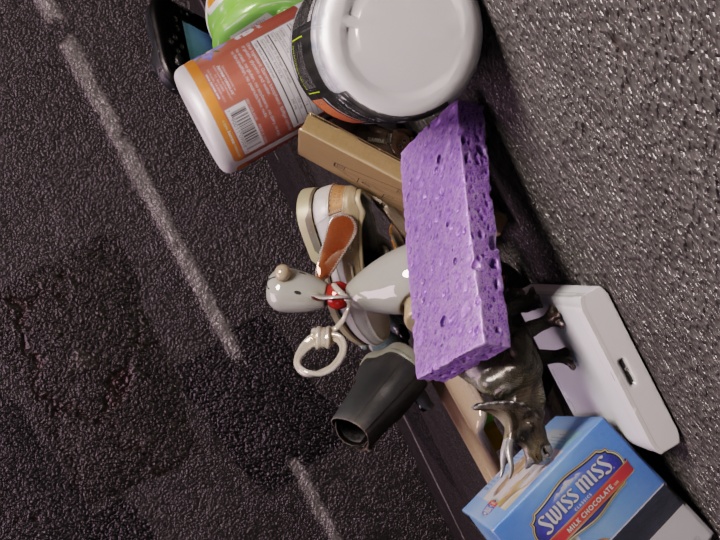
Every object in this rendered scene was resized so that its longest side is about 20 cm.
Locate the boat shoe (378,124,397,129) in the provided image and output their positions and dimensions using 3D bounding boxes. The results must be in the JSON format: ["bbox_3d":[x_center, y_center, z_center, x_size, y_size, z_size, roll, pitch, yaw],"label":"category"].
[{"bbox_3d":[-0.006,-0.165,1.400,0.200,0.072,0.066,51,-177,38],"label":"boat shoe"}]

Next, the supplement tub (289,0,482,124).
[{"bbox_3d":[0.012,-0.172,0.945,0.124,0.121,0.200,62,174,-11],"label":"supplement tub"}]

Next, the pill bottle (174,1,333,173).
[{"bbox_3d":[-0.069,-0.186,1.201,0.113,0.198,0.112,60,173,12],"label":"pill bottle"}]

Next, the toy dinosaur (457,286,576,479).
[{"bbox_3d":[0.109,0.061,1.023,0.201,0.101,0.077,56,171,39],"label":"toy dinosaur"}]

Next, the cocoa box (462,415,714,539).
[{"bbox_3d":[0.183,0.214,1.068,0.131,0.133,0.200,47,174,3],"label":"cocoa box"}]

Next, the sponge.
[{"bbox_3d":[0.072,-0.022,1.002,0.111,0.029,0.203,140,130,-60],"label":"sponge"}]

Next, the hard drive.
[{"bbox_3d":[0.188,0.074,1.025,0.133,0.026,0.200,62,174,-3],"label":"hard drive"}]

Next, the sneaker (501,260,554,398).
[{"bbox_3d":[0.119,0.064,1.194,0.086,0.074,0.201,18,146,37],"label":"sneaker"}]

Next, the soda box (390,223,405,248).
[{"bbox_3d":[0.106,0.026,1.327,0.202,0.063,0.068,61,174,11],"label":"soda box"}]

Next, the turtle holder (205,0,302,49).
[{"bbox_3d":[-0.078,-0.272,1.326,0.141,0.183,0.133,-47,51,49],"label":"turtle holder"}]

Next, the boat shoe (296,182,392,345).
[{"bbox_3d":[0.000,0.000,1.264,0.075,0.067,0.201,-76,-29,-44],"label":"boat shoe"}]

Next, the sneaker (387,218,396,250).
[{"bbox_3d":[0.066,-0.016,1.421,0.201,0.076,0.079,60,176,33],"label":"sneaker"}]

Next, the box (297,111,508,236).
[{"bbox_3d":[0.033,-0.079,1.162,0.198,0.021,0.163,27,175,-2],"label":"box"}]

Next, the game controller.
[{"bbox_3d":[-0.157,-0.218,1.333,0.199,0.042,0.106,18,-117,-59],"label":"game controller"}]

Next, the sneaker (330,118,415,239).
[{"bbox_3d":[0.036,-0.104,1.282,0.201,0.075,0.070,53,-175,13],"label":"sneaker"}]

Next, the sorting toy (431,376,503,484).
[{"bbox_3d":[0.101,0.117,1.295,0.186,0.036,0.201,61,176,31],"label":"sorting toy"}]

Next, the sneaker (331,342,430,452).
[{"bbox_3d":[0.005,0.145,1.339,0.075,0.106,0.200,42,160,5],"label":"sneaker"}]

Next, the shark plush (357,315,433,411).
[{"bbox_3d":[0.023,0.066,1.370,0.083,0.090,0.203,-3,102,62],"label":"shark plush"}]

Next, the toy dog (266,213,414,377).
[{"bbox_3d":[0.006,0.004,1.169,0.097,0.197,0.133,73,179,-49],"label":"toy dog"}]
